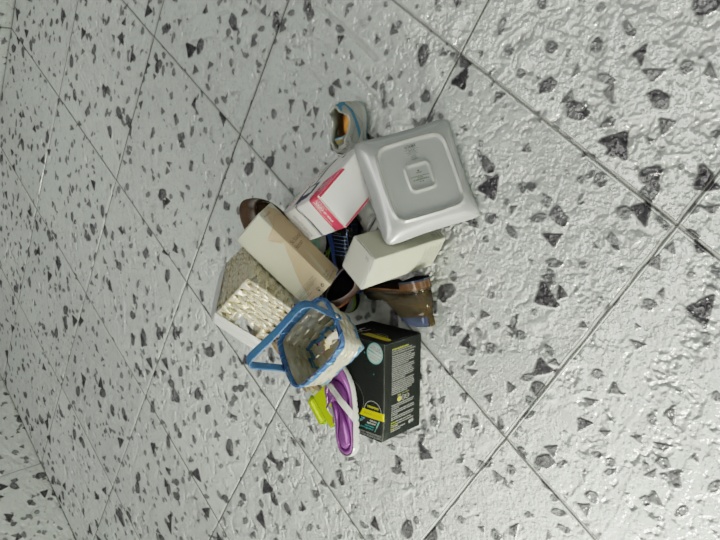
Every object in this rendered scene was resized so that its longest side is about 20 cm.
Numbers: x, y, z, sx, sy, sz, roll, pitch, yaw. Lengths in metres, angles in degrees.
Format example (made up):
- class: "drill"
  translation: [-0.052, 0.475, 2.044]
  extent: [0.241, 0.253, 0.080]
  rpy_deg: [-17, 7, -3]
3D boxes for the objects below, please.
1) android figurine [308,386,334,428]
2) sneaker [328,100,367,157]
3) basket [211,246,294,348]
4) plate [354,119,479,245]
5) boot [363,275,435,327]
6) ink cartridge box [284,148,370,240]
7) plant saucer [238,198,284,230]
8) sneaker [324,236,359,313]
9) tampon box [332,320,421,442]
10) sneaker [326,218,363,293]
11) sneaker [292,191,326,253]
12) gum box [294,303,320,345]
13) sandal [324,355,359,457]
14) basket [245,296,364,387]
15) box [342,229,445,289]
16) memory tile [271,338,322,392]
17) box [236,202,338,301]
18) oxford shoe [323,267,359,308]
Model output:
- class: "android figurine"
  translation: [-0.062, 0.282, 1.550]
  extent: [0.182, 0.041, 0.203]
  rpy_deg: [-46, 67, 38]
- class: "sneaker"
  translation: [-0.022, -0.252, 1.401]
  extent: [0.075, 0.080, 0.206]
  rpy_deg: [-5, 99, 42]
- class: "basket"
  translation: [-0.213, 0.041, 1.369]
  extent: [0.123, 0.135, 0.202]
  rpy_deg: [-44, 25, 22]
- class: "plate"
  translation: [0.107, -0.171, 1.226]
  extent: [0.032, 0.195, 0.205]
  rpy_deg: [124, 128, -76]
- class: "boot"
  translation: [0.077, 0.070, 1.359]
  extent: [0.198, 0.073, 0.100]
  rpy_deg: [-9, 97, 55]
- class: "ink cartridge box"
  translation: [-0.053, -0.150, 1.317]
  extent: [0.084, 0.146, 0.199]
  rpy_deg: [45, 159, -15]
- class: "plant saucer"
  translation: [-0.196, -0.090, 1.520]
  extent: [0.032, 0.199, 0.203]
  rpy_deg: [-37, 71, 22]
- class: "sneaker"
  translation: [-0.065, 0.006, 1.481]
  extent: [0.071, 0.082, 0.204]
  rpy_deg: [-37, 71, 39]
- class: "tampon box"
  translation: [0.033, 0.227, 1.391]
  extent: [0.147, 0.125, 0.206]
  rpy_deg: [9, 102, 42]
- class: "sneaker"
  translation: [-0.023, -0.055, 1.440]
  extent: [0.078, 0.069, 0.204]
  rpy_deg: [-37, 70, 47]
- class: "sneaker"
  translation: [-0.152, -0.118, 1.493]
  extent: [0.075, 0.116, 0.203]
  rpy_deg: [-61, 34, 33]
- class: "gum box"
  translation: [-0.161, 0.137, 1.535]
  extent: [0.199, 0.066, 0.115]
  rpy_deg: [16, 138, 59]
- class: "sandal"
  translation: [-0.044, 0.277, 1.350]
  extent: [0.081, 0.049, 0.208]
  rpy_deg: [-21, 79, 43]
- class: "basket"
  translation: [-0.105, 0.140, 1.279]
  extent: [0.176, 0.198, 0.141]
  rpy_deg: [-42, 59, 18]
- class: "box"
  translation: [0.066, -0.036, 1.265]
  extent: [0.069, 0.197, 0.083]
  rpy_deg: [48, 133, 27]
- class: "memory tile"
  translation: [-0.164, 0.195, 1.514]
  extent: [0.202, 0.017, 0.153]
  rpy_deg: [55, 160, -5]
- class: "box"
  translation: [-0.146, -0.031, 1.346]
  extent: [0.200, 0.095, 0.078]
  rpy_deg: [44, 111, -8]
- class: "oxford shoe"
  translation: [0.000, 0.000, 1.375]
  extent: [0.071, 0.073, 0.201]
  rpy_deg: [40, 88, 6]
